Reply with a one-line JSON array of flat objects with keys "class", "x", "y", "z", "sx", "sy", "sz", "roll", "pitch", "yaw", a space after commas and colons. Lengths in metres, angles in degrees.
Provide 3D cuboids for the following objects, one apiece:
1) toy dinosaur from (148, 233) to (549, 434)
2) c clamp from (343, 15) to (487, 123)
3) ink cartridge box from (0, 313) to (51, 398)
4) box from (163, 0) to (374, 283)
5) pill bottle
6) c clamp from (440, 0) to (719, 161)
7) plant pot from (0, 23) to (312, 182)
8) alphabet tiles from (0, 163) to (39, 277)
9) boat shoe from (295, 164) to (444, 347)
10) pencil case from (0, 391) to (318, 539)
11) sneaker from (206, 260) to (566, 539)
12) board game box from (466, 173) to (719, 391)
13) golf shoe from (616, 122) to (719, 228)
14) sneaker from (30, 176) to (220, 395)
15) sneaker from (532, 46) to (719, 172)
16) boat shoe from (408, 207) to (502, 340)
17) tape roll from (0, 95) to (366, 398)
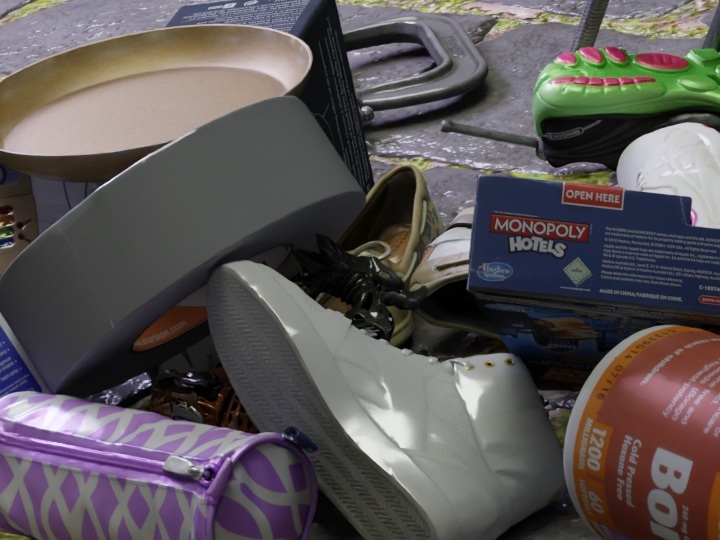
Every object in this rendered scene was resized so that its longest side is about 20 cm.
[{"class": "toy dinosaur", "x": -0.008, "y": 0.070, "z": 1.538, "sx": 0.199, "sy": 0.102, "sz": 0.136, "roll": 21, "pitch": 37, "yaw": -11}, {"class": "c clamp", "x": 0.003, "y": -0.143, "z": 2.072, "sx": 0.170, "sy": 0.027, "sz": 0.200, "roll": -12, "pitch": 23, "yaw": 1}, {"class": "ink cartridge box", "x": -0.239, "y": 0.050, "z": 1.601, "sx": 0.099, "sy": 0.200, "sz": 0.039, "roll": -32, "pitch": -19, "yaw": -8}, {"class": "box", "x": -0.072, "y": -0.069, "z": 1.793, "sx": 0.107, "sy": 0.149, "sz": 0.200, "roll": -6, "pitch": 22, "yaw": 15}, {"class": "pill bottle", "x": 0.192, "y": 0.099, "z": 1.304, "sx": 0.112, "sy": 0.113, "sz": 0.200, "roll": -24, "pitch": 25, "yaw": -28}, {"class": "c clamp", "x": 0.161, "y": -0.134, "z": 1.811, "sx": 0.170, "sy": 0.200, "sz": 0.027, "roll": 12, "pitch": 46, "yaw": -12}, {"class": "plant pot", "x": -0.123, "y": -0.093, "z": 1.640, "sx": 0.199, "sy": 0.028, "sz": 0.200, "roll": -9, "pitch": 23, "yaw": 4}, {"class": "alphabet tiles", "x": -0.257, "y": 0.033, "z": 1.631, "sx": 0.167, "sy": 0.201, "sz": 0.008, "roll": -10, "pitch": -19, "yaw": -1}, {"class": "boat shoe", "x": 0.000, "y": 0.000, "z": 1.697, "sx": 0.073, "sy": 0.063, "sz": 0.200, "roll": -3, "pitch": 21, "yaw": 17}, {"class": "pencil case", "x": -0.114, "y": 0.110, "z": 1.468, "sx": 0.200, "sy": 0.084, "sz": 0.085, "roll": 5, "pitch": -17, "yaw": 41}, {"class": "sneaker", "x": 0.017, "y": 0.060, "z": 1.466, "sx": 0.115, "sy": 0.074, "sz": 0.200, "roll": -24, "pitch": 63, "yaw": -35}, {"class": "board game box", "x": 0.150, "y": 0.017, "z": 1.463, "sx": 0.199, "sy": 0.062, "sz": 0.200, "roll": 7, "pitch": -14, "yaw": 1}, {"class": "golf shoe", "x": 0.183, "y": -0.035, "z": 1.669, "sx": 0.091, "sy": 0.076, "sz": 0.200, "roll": -9, "pitch": 19, "yaw": -18}, {"class": "sneaker", "x": -0.157, "y": -0.004, "z": 1.681, "sx": 0.200, "sy": 0.075, "sz": 0.087, "roll": 34, "pitch": 48, "yaw": 8}, {"class": "sneaker", "x": 0.204, "y": -0.088, "z": 1.795, "sx": 0.199, "sy": 0.084, "sz": 0.077, "roll": 7, "pitch": 38, "yaw": 1}, {"class": "boat shoe", "x": 0.114, "y": 0.018, "z": 1.605, "sx": 0.200, "sy": 0.075, "sz": 0.068, "roll": 9, "pitch": 44, "yaw": 42}, {"class": "tape roll", "x": -0.097, "y": -0.011, "z": 1.560, "sx": 0.200, "sy": 0.066, "sz": 0.200, "roll": -32, "pitch": -9, "yaw": -6}]
